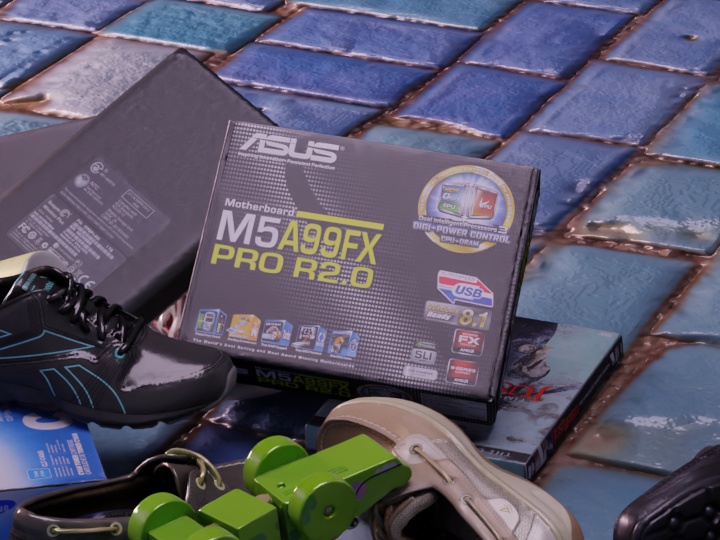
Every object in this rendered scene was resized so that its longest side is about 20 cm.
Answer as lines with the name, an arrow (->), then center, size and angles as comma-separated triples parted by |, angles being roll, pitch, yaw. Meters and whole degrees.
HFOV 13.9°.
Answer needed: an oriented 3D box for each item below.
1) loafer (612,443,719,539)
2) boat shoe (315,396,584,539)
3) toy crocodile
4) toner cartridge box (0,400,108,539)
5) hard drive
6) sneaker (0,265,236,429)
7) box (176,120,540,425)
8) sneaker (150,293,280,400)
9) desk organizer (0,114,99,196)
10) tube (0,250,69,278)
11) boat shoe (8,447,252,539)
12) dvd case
loafer -> 0.209, 0.133, 1.688 | 0.201, 0.068, 0.070 | -15, 20, -42
boat shoe -> 0.037, 0.131, 1.683 | 0.065, 0.072, 0.200 | -18, 35, -39
toy crocodile -> -0.061, 0.144, 1.627 | 0.200, 0.062, 0.068 | -25, 32, -29
toner cartridge box -> -0.212, 0.104, 1.771 | 0.095, 0.043, 0.200 | -6, 24, -13
hard drive -> -0.144, -0.042, 1.906 | 0.200, 0.033, 0.140 | -41, 58, -13
sneaker -> -0.173, 0.044, 1.759 | 0.200, 0.079, 0.075 | 5, 23, 5
box -> 0.000, 0.000, 1.824 | 0.200, 0.044, 0.160 | 10, 68, 7
sneaker -> -0.100, 0.026, 1.909 | 0.200, 0.075, 0.105 | 18, 24, 27
desk organizer -> -0.217, -0.045, 1.991 | 0.200, 0.077, 0.072 | -12, 58, 4
tube -> -0.272, 0.029, 1.868 | 0.200, 0.058, 0.052 | -13, 45, 35
boat shoe -> -0.109, 0.138, 1.673 | 0.202, 0.060, 0.072 | -16, 29, -33
dvd case -> 0.069, 0.075, 1.869 | 0.146, 0.022, 0.200 | 10, 27, 20
